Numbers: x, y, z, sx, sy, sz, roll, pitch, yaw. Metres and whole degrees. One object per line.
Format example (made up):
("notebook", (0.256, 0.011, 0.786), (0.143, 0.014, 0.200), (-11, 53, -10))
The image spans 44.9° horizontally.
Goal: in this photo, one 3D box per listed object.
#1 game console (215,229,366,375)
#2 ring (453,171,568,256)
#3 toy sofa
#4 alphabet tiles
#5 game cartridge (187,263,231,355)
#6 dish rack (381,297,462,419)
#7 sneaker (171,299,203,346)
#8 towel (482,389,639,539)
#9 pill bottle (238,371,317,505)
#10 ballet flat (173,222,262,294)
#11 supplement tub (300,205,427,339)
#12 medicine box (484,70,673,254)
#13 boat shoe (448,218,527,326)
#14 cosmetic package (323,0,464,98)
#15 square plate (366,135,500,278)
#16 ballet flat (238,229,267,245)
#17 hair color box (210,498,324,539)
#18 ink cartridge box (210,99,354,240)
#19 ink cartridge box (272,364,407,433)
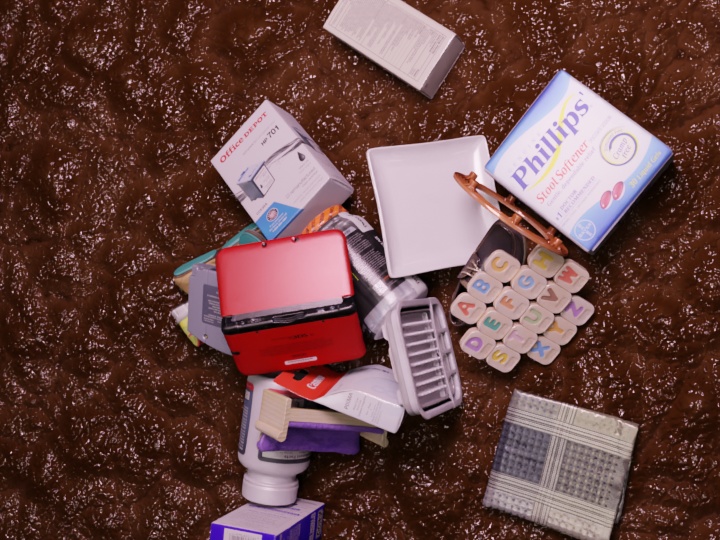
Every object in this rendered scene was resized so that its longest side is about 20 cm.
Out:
("game console", (-0.103, 0.052, 1.308), (0.199, 0.173, 0.119), (-9, 45, 4))
("ring", (0.219, -0.087, 1.250), (0.200, 0.200, 0.019), (38, 106, 16))
("toy sofa", (-0.057, 0.242, 1.337), (0.083, 0.200, 0.098), (8, 88, 57))
("alphabet tiles", (0.239, 0.059, 1.271), (0.195, 0.015, 0.200), (30, 110, -21))
("game cartridge", (-0.190, 0.071, 1.387), (0.199, 0.042, 0.134), (13, 110, 28))
("dish rack", (0.089, 0.129, 1.292), (0.043, 0.200, 0.172), (-14, 84, 23))
("sneaker", (-0.220, 0.068, 1.474), (0.200, 0.078, 0.091), (-24, 90, 23))
("towel", (0.302, 0.294, 1.307), (0.199, 0.035, 0.193), (15, 91, 21))
("pill bottle", (-0.135, 0.268, 1.410), (0.119, 0.120, 0.201), (9, 92, 19))
("ballet flat", (-0.227, -0.017, 1.488), (0.200, 0.069, 0.063), (-28, 108, 19))
("supplement tub", (0.000, 0.000, 1.366), (0.123, 0.122, 0.200), (-45, 76, 13))
("medicine box", (0.317, -0.154, 1.269), (0.200, 0.103, 0.182), (41, 101, 15))
("boat shoe", (0.185, 0.013, 1.283), (0.074, 0.073, 0.200), (36, 133, 25))
("cosmetic package", (0.053, -0.371, 1.382), (0.200, 0.073, 0.104), (37, 100, 16))
("square plate", (0.117, -0.099, 1.335), (0.199, 0.028, 0.199), (-9, 85, -17))
("ballet flat", (-0.120, 0.006, 1.400), (0.200, 0.064, 0.067), (47, 127, 26))
("hair color box", (-0.143, 0.408, 1.366), (0.109, 0.200, 0.065), (5, 92, 19))
("ink cartridge box", (-0.129, -0.153, 1.413), (0.146, 0.086, 0.200), (-46, 63, 13))
("ink cartridge box", (-0.016, 0.170, 1.333), (0.199, 0.160, 0.047), (22, 102, 9))
